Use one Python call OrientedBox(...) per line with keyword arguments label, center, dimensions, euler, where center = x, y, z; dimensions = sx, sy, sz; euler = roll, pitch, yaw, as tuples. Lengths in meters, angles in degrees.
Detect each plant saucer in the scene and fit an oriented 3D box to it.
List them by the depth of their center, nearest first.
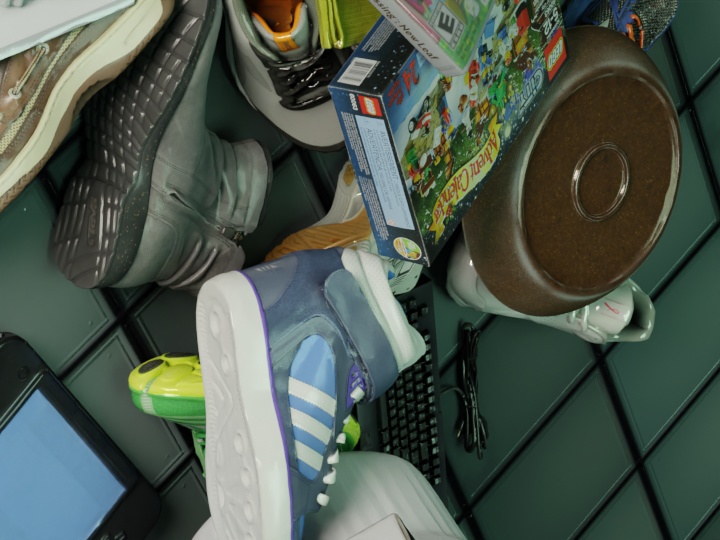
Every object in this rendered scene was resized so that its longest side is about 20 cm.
OrientedBox(label="plant saucer", center=(0.150, -0.062, 1.580), dimensions=(0.200, 0.034, 0.200), euler=(-14, 112, -37))

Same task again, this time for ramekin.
OrientedBox(label="ramekin", center=(-0.022, 0.206, 1.526), dimensions=(0.200, 0.098, 0.200), euler=(-20, 145, -15))

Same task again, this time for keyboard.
OrientedBox(label="keyboard", center=(0.047, 0.096, 1.667), dimensions=(0.127, 0.021, 0.200), euler=(-29, 127, -36))

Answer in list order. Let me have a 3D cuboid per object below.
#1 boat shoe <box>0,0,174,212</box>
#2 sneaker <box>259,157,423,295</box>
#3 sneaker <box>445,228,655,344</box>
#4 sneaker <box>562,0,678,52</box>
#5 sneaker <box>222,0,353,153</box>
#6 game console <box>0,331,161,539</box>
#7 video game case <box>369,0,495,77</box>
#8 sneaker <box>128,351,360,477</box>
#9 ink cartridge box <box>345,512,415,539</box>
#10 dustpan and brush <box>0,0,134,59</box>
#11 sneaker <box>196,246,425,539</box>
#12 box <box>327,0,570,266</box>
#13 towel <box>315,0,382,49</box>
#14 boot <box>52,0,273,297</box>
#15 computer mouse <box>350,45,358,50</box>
OrientedBox(label="boat shoe", center=(-0.193, -0.103, 1.293), dimensions=(0.075, 0.075, 0.202), euler=(46, 70, -24))
OrientedBox(label="sneaker", center=(0.000, 0.000, 1.531), dimensions=(0.200, 0.076, 0.088), euler=(-50, 136, -20))
OrientedBox(label="sneaker", center=(0.143, 0.009, 1.670), dimensions=(0.200, 0.099, 0.078), euler=(12, 99, -49))
OrientedBox(label="sneaker", center=(0.162, -0.135, 1.645), dimensions=(0.200, 0.078, 0.075), euler=(-45, 135, -25))
OrientedBox(label="sneaker", center=(-0.045, -0.135, 1.399), dimensions=(0.074, 0.079, 0.200), euler=(-24, 137, 1))
OrientedBox(label="game console", center=(-0.180, 0.166, 1.376), dimensions=(0.171, 0.118, 0.200), euler=(-52, 137, -18))
OrientedBox(label="video game case", center=(0.033, -0.242, 1.340), dimensions=(0.182, 0.022, 0.200), euler=(42, 58, -35))
OrientedBox(label="sneaker", center=(-0.072, 0.106, 1.500), dimensions=(0.200, 0.074, 0.084), euler=(26, 84, -50))
OrientedBox(label="ink cartridge box", center=(-0.046, 0.221, 1.413), dimensions=(0.200, 0.037, 0.095), euler=(-28, 146, 3))
OrientedBox(label="dustpan and brush", center=(-0.200, -0.215, 1.228), dimensions=(0.140, 0.057, 0.200), euler=(-27, 95, -29))
OrientedBox(label="sneaker", center=(-0.016, 0.086, 1.425), dimensions=(0.146, 0.081, 0.200), euler=(-10, 97, -29))
OrientedBox(label="box", center=(0.058, -0.120, 1.428), dimensions=(0.200, 0.038, 0.137), euler=(-55, 144, -34))
OrientedBox(label="towel", center=(-0.002, -0.231, 1.357), dimensions=(0.086, 0.018, 0.200), euler=(-22, 112, -49))
OrientedBox(label="boot", center=(-0.101, -0.079, 1.404), dimensions=(0.132, 0.070, 0.200), euler=(2, 116, -51))
OrientedBox(label="computer mouse", center=(0.002, -0.232, 1.434), dimensions=(0.139, 0.053, 0.200), euler=(-55, 137, -50))
